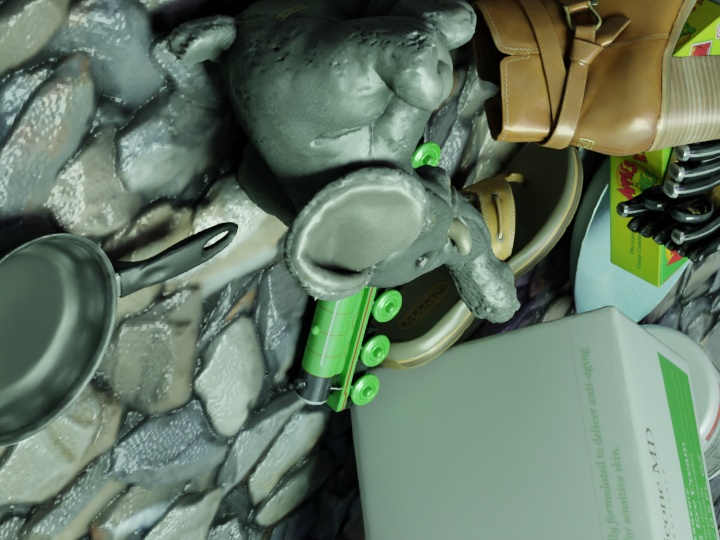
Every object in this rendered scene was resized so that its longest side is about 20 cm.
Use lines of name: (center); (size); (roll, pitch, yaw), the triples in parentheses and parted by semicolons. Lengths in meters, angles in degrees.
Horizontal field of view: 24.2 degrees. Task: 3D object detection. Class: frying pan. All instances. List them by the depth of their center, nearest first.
frying pan: (-0.144, 0.006, 0.842); (0.190, 0.031, 0.115); (-50, 147, -22)

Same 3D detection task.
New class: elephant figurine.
elephant figurine: (-0.001, -0.046, 0.894); (0.142, 0.153, 0.202); (-50, 145, -57)

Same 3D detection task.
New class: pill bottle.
pill bottle: (0.257, 0.120, 1.404); (0.115, 0.113, 0.200); (-58, 155, -2)

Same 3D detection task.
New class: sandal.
sandal: (0.072, -0.021, 1.094); (0.200, 0.080, 0.054); (-45, 123, -15)

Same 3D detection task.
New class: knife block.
knife block: (0.256, -0.089, 1.130); (0.201, 0.064, 0.176); (-53, 146, -11)

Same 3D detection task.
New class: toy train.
toy train: (0.000, 0.000, 1.032); (0.056, 0.042, 0.202); (-7, 121, -40)

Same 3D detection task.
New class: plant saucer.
plant saucer: (0.212, -0.047, 1.286); (0.200, 0.039, 0.203); (-34, 139, -35)

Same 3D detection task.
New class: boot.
boot: (0.140, -0.163, 1.051); (0.153, 0.202, 0.077); (-3, 162, -11)

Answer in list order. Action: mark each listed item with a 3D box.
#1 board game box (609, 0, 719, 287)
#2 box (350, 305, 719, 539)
board game box: (0.224, -0.097, 1.183); (0.101, 0.047, 0.201); (-38, 140, -29)
box: (0.119, 0.154, 1.103); (0.171, 0.198, 0.201); (28, 51, -57)
